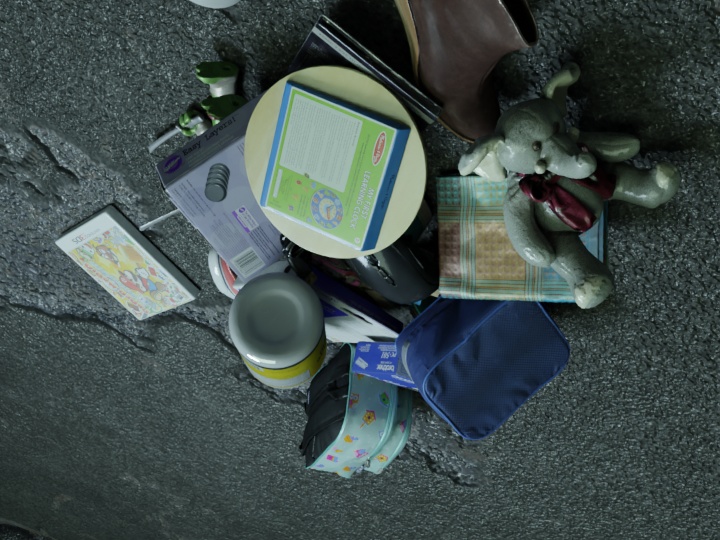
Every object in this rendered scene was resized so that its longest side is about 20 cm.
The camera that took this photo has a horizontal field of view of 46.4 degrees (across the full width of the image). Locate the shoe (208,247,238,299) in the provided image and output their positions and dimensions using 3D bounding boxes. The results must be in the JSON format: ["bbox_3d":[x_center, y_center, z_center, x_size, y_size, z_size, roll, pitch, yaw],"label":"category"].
[{"bbox_3d":[-0.136,0.028,1.231,0.090,0.072,0.201,-2,139,31],"label":"shoe"}]

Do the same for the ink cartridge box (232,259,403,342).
[{"bbox_3d":[-0.041,0.046,1.127,0.197,0.044,0.199,32,161,-33],"label":"ink cartridge box"}]

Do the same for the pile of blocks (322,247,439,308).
[{"bbox_3d":[0.040,0.003,1.104,0.198,0.063,0.082,3,149,41],"label":"pile of blocks"}]

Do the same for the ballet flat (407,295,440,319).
[{"bbox_3d":[0.143,0.096,1.136,0.198,0.074,0.073,27,143,-3],"label":"ballet flat"}]

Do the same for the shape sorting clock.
[{"bbox_3d":[-0.027,-0.108,0.860,0.197,0.039,0.203,9,115,20],"label":"shape sorting clock"}]

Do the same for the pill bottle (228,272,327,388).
[{"bbox_3d":[-0.097,0.083,1.040,0.111,0.113,0.200,22,163,6],"label":"pill bottle"}]

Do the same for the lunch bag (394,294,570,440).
[{"bbox_3d":[0.148,0.086,1.031,0.136,0.199,0.132,51,179,-27],"label":"lunch bag"}]

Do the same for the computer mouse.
[{"bbox_3d":[0.000,0.000,0.962,0.139,0.046,0.200,-27,132,23],"label":"computer mouse"}]

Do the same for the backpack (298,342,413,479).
[{"bbox_3d":[-0.002,0.208,1.269,0.151,0.178,0.201,13,144,-8],"label":"backpack"}]

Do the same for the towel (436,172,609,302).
[{"bbox_3d":[0.174,-0.040,0.926,0.197,0.022,0.149,0,93,32],"label":"towel"}]

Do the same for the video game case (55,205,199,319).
[{"bbox_3d":[-0.384,-0.006,1.378,0.181,0.023,0.200,-18,124,44],"label":"video game case"}]

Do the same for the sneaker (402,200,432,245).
[{"bbox_3d":[0.016,-0.083,0.959,0.071,0.081,0.200,14,156,41],"label":"sneaker"}]

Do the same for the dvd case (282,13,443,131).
[{"bbox_3d":[-0.009,-0.182,0.893,0.148,0.016,0.200,36,164,-10],"label":"dvd case"}]

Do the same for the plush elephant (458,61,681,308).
[{"bbox_3d":[0.186,-0.099,0.799,0.200,0.165,0.155,40,177,35],"label":"plush elephant"}]

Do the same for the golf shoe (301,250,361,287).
[{"bbox_3d":[-0.059,-0.057,1.090,0.198,0.093,0.072,28,180,27],"label":"golf shoe"}]

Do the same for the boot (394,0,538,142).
[{"bbox_3d":[0.106,-0.197,0.764,0.201,0.072,0.166,58,166,-24],"label":"boot"}]

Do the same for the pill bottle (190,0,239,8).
[{"bbox_3d":[-0.105,-0.337,0.753,0.111,0.112,0.199,40,140,-16],"label":"pill bottle"}]

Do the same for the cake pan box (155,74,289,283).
[{"bbox_3d":[-0.107,-0.096,0.966,0.183,0.053,0.201,-33,140,2],"label":"cake pan box"}]

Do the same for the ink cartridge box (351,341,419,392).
[{"bbox_3d":[0.092,0.144,1.162,0.198,0.045,0.093,23,163,-37],"label":"ink cartridge box"}]

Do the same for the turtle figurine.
[{"bbox_3d":[-0.198,-0.142,1.009,0.197,0.145,0.195,20,137,5],"label":"turtle figurine"}]
